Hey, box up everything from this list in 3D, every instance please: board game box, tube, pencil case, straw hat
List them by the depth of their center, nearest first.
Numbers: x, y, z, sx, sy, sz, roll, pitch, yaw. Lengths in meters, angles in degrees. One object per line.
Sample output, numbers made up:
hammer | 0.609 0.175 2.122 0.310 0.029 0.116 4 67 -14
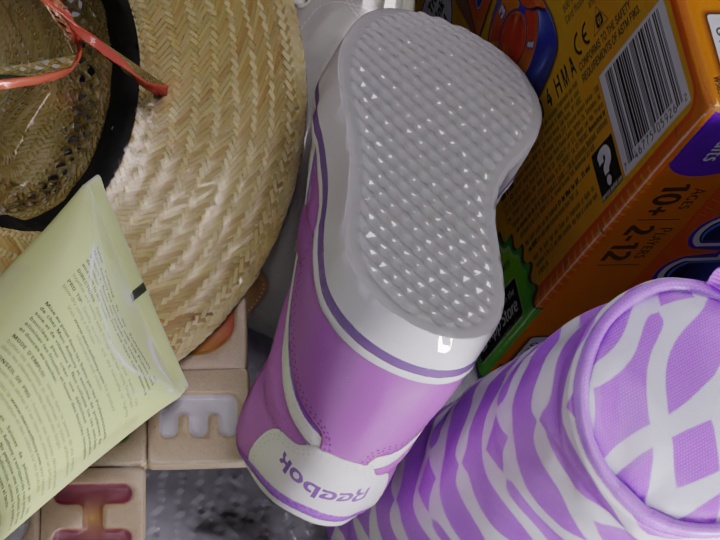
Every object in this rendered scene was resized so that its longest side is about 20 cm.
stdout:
tube | -0.117 0.054 0.849 0.052 0.058 0.200 32 44 12
pencil case | 0.061 0.063 0.914 0.084 0.200 0.086 41 63 -9
straw hat | -0.115 -0.062 0.934 0.200 0.085 0.202 -5 97 -40
board game box | 0.144 -0.098 1.023 0.199 0.200 0.201 -3 65 -22

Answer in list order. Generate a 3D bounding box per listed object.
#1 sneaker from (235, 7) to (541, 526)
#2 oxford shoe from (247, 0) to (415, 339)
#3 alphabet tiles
sneaker | -0.001 0.000 0.937 0.072 0.115 0.201 24 34 -5
oxford shoe | -0.019 -0.068 1.023 0.057 0.075 0.201 15 65 -16
alphabet tiles | -0.120 0.004 0.956 0.166 0.008 0.201 -1 63 -2
